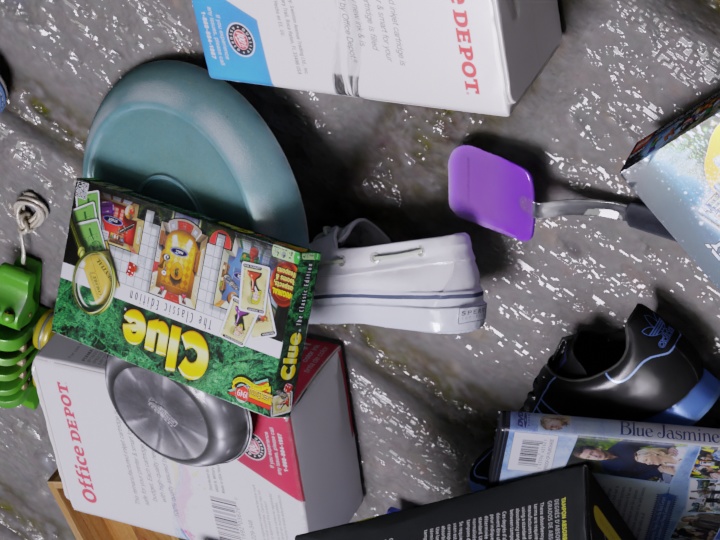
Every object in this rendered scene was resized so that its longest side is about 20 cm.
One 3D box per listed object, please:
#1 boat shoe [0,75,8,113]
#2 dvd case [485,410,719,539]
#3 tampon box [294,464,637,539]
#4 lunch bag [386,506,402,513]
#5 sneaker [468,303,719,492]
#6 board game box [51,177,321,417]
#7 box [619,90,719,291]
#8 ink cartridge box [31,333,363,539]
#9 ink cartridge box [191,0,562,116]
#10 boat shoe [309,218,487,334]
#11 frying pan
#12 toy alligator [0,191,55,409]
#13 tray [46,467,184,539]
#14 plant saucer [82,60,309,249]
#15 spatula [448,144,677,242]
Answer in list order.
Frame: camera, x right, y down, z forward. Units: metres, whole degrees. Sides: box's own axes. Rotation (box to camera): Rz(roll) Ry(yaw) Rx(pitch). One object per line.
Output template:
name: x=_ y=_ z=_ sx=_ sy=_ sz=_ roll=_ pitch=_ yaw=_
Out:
boat shoe: x=-0.321 y=-0.099 z=1.781 sx=0.200 sy=0.072 sz=0.072 roll=-11 pitch=119 yaw=39
dvd case: x=0.176 y=0.140 z=1.632 sx=0.200 sy=0.018 sz=0.143 roll=5 pitch=142 yaw=-1
tampon box: x=0.076 y=0.228 z=1.633 sx=0.200 sy=0.126 sz=0.150 roll=-15 pitch=138 yaw=20
lunch bag: x=0.081 y=0.273 z=1.842 sx=0.150 sy=0.094 sz=0.200 roll=16 pitch=145 yaw=21
sneaker: x=0.130 y=0.084 z=1.651 sx=0.200 sy=0.070 sz=0.078 roll=-31 pitch=104 yaw=38
board game box: x=-0.112 y=0.015 z=1.649 sx=0.200 sy=0.023 sz=0.105 roll=18 pitch=104 yaw=39
box: x=0.261 y=-0.021 z=1.484 sx=0.137 sy=0.038 sz=0.200 roll=-32 pitch=105 yaw=38
ink cartridge box: x=-0.108 y=0.108 z=1.811 sx=0.200 sy=0.086 sz=0.148 roll=14 pitch=133 yaw=25
ink cartridge box: x=0.004 y=-0.177 z=1.494 sx=0.200 sy=0.084 sz=0.146 roll=9 pitch=130 yaw=26
boat shoe: x=0.000 y=0.000 z=1.671 sx=0.200 sy=0.074 sz=0.067 roll=3 pitch=96 yaw=39
frying pan: x=-0.095 y=0.079 z=1.692 sx=0.190 sy=0.031 sz=0.115 roll=-10 pitch=118 yaw=45
toy alligator: x=-0.243 y=0.035 z=1.858 sx=0.059 sy=0.054 sz=0.200 roll=21 pitch=135 yaw=16
tray: x=-0.147 y=0.224 z=1.971 sx=0.099 sy=0.037 sz=0.200 roll=-2 pitch=123 yaw=35
plant saucer: x=-0.113 y=-0.033 z=1.685 sx=0.200 sy=0.027 sz=0.200 roll=21 pitch=122 yaw=38
spatula: x=0.142 y=-0.034 z=1.570 sx=0.200 sy=0.021 sz=0.057 roll=11 pitch=129 yaw=19
